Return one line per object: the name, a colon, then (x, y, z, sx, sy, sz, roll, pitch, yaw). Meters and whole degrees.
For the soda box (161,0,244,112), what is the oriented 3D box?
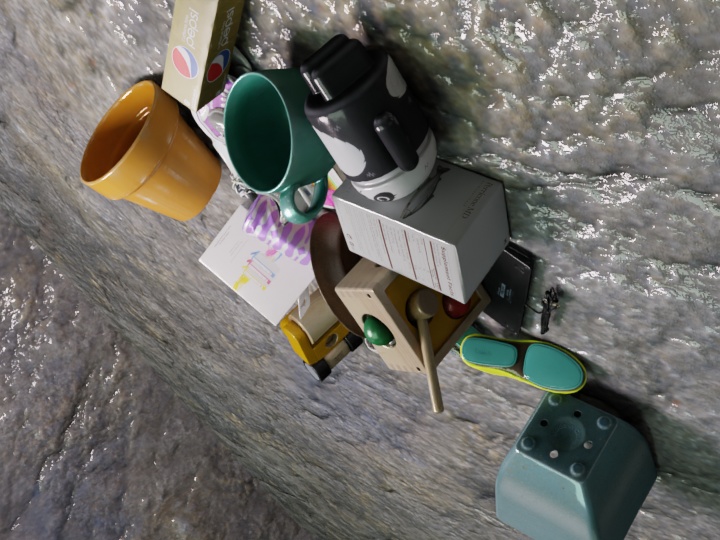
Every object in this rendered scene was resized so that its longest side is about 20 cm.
soda box: (-0.202, -0.308, 1.189, 0.063, 0.068, 0.201, 34, 140, 9)

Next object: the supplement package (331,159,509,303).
supplement package: (0.080, -0.068, 1.196, 0.197, 0.117, 0.118, 24, 151, 31)

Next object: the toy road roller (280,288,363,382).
toy road roller: (-0.095, 0.103, 1.768, 0.145, 0.123, 0.202, 37, 160, 33)

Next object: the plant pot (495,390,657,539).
plant pot: (0.317, 0.292, 1.383, 0.193, 0.197, 0.202, 23, 152, 33)

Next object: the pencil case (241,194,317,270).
pencil case: (-0.092, -0.057, 1.464, 0.197, 0.086, 0.084, 27, -161, -12)

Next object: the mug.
mug: (-0.094, -0.172, 1.218, 0.151, 0.113, 0.189, 24, 120, 41)

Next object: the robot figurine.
robot figurine: (0.009, -0.177, 1.095, 0.123, 0.152, 0.201, -18, 125, 28)

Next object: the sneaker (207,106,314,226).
sneaker: (-0.149, -0.150, 1.314, 0.200, 0.082, 0.075, 44, 177, -8)

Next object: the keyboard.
keyboard: (0.224, 0.037, 1.290, 0.126, 0.021, 0.201, 38, 159, 22)

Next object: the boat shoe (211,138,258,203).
boat shoe: (-0.177, -0.149, 1.501, 0.200, 0.067, 0.073, 43, 156, -7)

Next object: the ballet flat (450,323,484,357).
ballet flat: (0.117, 0.069, 1.452, 0.200, 0.074, 0.074, 48, 155, -14)

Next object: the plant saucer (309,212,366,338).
plant saucer: (0.000, 0.000, 1.385, 0.036, 0.202, 0.201, -25, 118, 30)

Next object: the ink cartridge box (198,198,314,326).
ink cartridge box: (-0.154, -0.012, 1.584, 0.199, 0.126, 0.129, 40, -168, -4)

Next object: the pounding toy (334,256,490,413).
pounding toy: (0.082, 0.059, 1.295, 0.141, 0.200, 0.186, -1, 130, 56)

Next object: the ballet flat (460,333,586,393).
ballet flat: (0.246, 0.137, 1.381, 0.196, 0.068, 0.067, 13, 172, 24)

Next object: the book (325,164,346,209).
book: (-0.071, -0.148, 1.375, 0.198, 0.048, 0.134, 17, 149, 46)

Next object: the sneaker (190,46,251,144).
sneaker: (-0.195, -0.255, 1.338, 0.113, 0.073, 0.202, 20, 150, 32)

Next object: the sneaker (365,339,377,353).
sneaker: (0.037, 0.107, 1.597, 0.074, 0.100, 0.201, 27, 156, 19)

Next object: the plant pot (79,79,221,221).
plant pot: (-0.341, -0.184, 1.557, 0.182, 0.203, 0.198, 36, 162, -36)
